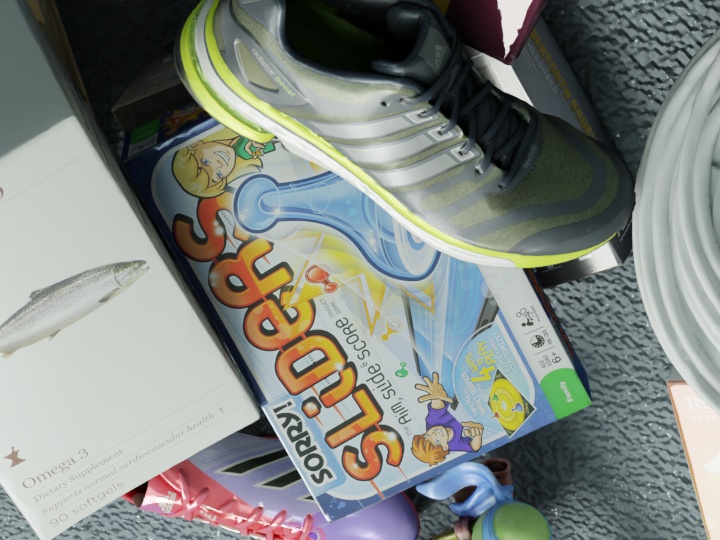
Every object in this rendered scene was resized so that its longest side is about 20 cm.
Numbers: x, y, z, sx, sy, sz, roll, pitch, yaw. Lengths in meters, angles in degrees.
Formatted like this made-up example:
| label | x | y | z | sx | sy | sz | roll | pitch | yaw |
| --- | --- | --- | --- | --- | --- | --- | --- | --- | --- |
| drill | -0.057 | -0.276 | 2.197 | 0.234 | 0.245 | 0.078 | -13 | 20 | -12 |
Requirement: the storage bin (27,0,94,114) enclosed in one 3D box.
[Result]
| label | x | y | z | sx | sy | sz | roll | pitch | yaw |
| --- | --- | --- | --- | --- | --- | --- | --- | --- | --- |
| storage bin | -0.231 | -0.065 | 1.258 | 0.198 | 0.094 | 0.200 | -11 | 131 | 5 |

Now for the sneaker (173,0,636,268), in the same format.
| label | x | y | z | sx | sy | sz | roll | pitch | yaw |
| --- | --- | --- | --- | --- | --- | --- | --- | --- | --- |
| sneaker | 0.025 | -0.064 | 1.095 | 0.200 | 0.074 | 0.081 | 23 | 154 | -13 |

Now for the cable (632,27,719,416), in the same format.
| label | x | y | z | sx | sy | sz | roll | pitch | yaw |
| --- | --- | --- | --- | --- | --- | --- | --- | --- | --- |
| cable | 0.207 | -0.023 | 1.102 | 0.200 | 0.069 | 0.200 | -48 | 66 | 16 |

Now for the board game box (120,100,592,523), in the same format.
| label | x | y | z | sx | sy | sz | roll | pitch | yaw |
| --- | --- | --- | --- | --- | --- | --- | --- | --- | --- |
| board game box | 0.000 | 0.000 | 1.200 | 0.135 | 0.034 | 0.200 | -26 | 112 | 10 |

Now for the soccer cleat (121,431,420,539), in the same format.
| label | x | y | z | sx | sy | sz | roll | pitch | yaw |
| --- | --- | --- | --- | --- | --- | --- | --- | --- | --- |
| soccer cleat | -0.069 | 0.108 | 1.372 | 0.200 | 0.077 | 0.067 | 24 | 129 | 7 |

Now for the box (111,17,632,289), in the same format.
| label | x | y | z | sx | sy | sz | roll | pitch | yaw |
| --- | --- | --- | --- | --- | --- | --- | --- | --- | --- |
| box | 0.008 | -0.050 | 1.245 | 0.200 | 0.048 | 0.159 | -19 | 113 | 31 |

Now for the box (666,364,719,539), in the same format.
| label | x | y | z | sx | sy | sz | roll | pitch | yaw |
| --- | --- | --- | --- | --- | --- | --- | --- | --- | --- |
| box | 0.228 | 0.102 | 1.226 | 0.124 | 0.098 | 0.200 | -4 | 121 | 26 |

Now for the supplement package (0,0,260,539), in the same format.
| label | x | y | z | sx | sy | sz | roll | pitch | yaw |
| --- | --- | --- | --- | --- | --- | --- | --- | --- | --- |
| supplement package | -0.146 | -0.002 | 1.180 | 0.117 | 0.117 | 0.200 | -30 | 132 | -1 |

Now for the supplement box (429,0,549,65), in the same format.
| label | x | y | z | sx | sy | sz | roll | pitch | yaw |
| --- | --- | --- | --- | --- | --- | --- | --- | --- | --- |
| supplement box | 0.049 | -0.206 | 1.084 | 0.131 | 0.103 | 0.200 | 24 | 130 | 4 |

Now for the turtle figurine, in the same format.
| label | x | y | z | sx | sy | sz | roll | pitch | yaw |
| --- | --- | --- | --- | --- | --- | --- | --- | --- | --- |
| turtle figurine | 0.055 | 0.206 | 1.316 | 0.200 | 0.144 | 0.194 | 53 | 152 | 9 |
